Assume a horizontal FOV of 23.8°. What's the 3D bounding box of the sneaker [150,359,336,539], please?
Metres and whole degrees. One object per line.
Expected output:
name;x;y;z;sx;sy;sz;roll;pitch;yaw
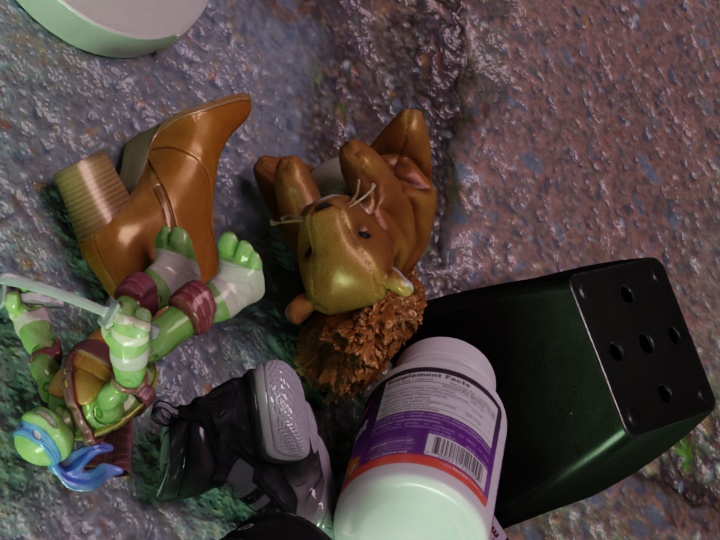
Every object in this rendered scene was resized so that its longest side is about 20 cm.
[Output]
sneaker;-0.082;0.146;1.206;0.076;0.113;0.200;-95;171;-47

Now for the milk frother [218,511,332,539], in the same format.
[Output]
milk frother;-0.096;0.279;1.042;0.188;0.180;0.200;-18;77;-52

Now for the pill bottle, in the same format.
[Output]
pill bottle;0.050;0.136;1.258;0.111;0.111;0.200;47;28;-16

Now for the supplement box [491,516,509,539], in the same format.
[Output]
supplement box;0.043;0.255;1.280;0.200;0.061;0.109;-38;99;-48

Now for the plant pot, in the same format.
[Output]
plant pot;0.169;0.087;1.408;0.199;0.177;0.201;-10;75;-47

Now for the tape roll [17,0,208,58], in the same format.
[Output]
tape roll;-0.203;-0.261;1.323;0.202;0.037;0.203;23;54;-35

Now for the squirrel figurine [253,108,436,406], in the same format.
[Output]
squirrel figurine;0.000;0.000;1.288;0.187;0.141;0.201;-94;173;-68

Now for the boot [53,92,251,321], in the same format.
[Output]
boot;-0.128;-0.040;1.267;0.201;0.071;0.144;-33;99;-43

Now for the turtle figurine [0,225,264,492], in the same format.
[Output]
turtle figurine;-0.168;0.019;1.099;0.200;0.144;0.194;51;52;-1
